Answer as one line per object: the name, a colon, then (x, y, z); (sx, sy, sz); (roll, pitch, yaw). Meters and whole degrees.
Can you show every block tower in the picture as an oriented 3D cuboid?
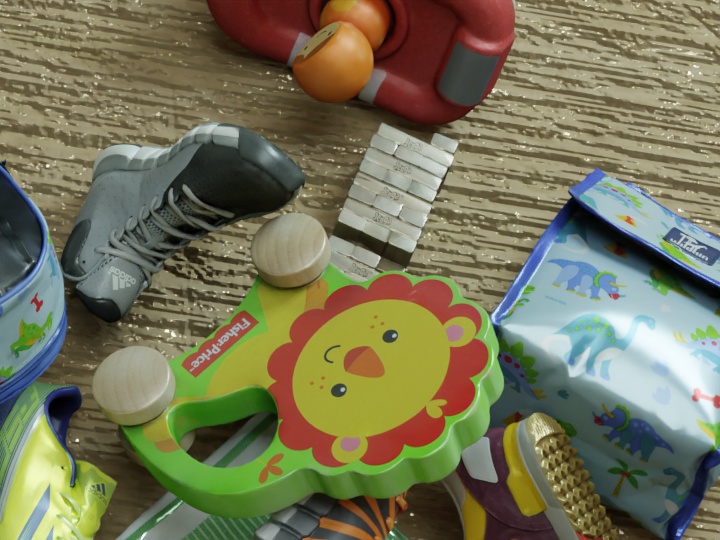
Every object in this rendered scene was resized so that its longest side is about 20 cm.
block tower: (0.000, 0.000, 1.714); (0.058, 0.054, 0.201); (24, 59, 1)

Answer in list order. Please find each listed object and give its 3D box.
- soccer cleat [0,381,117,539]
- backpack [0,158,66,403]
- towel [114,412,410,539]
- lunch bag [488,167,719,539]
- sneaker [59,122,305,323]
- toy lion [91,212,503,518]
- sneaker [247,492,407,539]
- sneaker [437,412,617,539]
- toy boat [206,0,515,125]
soccer cleat: (-0.178, 0.147, 1.577); (0.083, 0.065, 0.201); (-11, 55, -7)
backpack: (-0.270, 0.007, 1.586); (0.183, 0.147, 0.200); (-32, 53, -24)
towel: (-0.035, 0.191, 1.621); (0.200, 0.023, 0.152); (42, 61, 12)
lunch bag: (0.176, 0.038, 1.698); (0.170, 0.128, 0.200); (30, 48, 8)
sneaker: (-0.115, -0.019, 1.638); (0.075, 0.200, 0.116); (38, 66, -25)
toy lion: (-0.025, 0.069, 1.578); (0.200, 0.069, 0.192); (-40, 52, -14)
sneaker: (0.001, 0.168, 1.596); (0.112, 0.078, 0.200); (42, 71, 5)
sneaker: (0.111, 0.189, 1.634); (0.075, 0.090, 0.201); (-15, 83, -64)
toy boat: (-0.008, -0.155, 1.741); (0.199, 0.131, 0.131); (25, 41, 3)
